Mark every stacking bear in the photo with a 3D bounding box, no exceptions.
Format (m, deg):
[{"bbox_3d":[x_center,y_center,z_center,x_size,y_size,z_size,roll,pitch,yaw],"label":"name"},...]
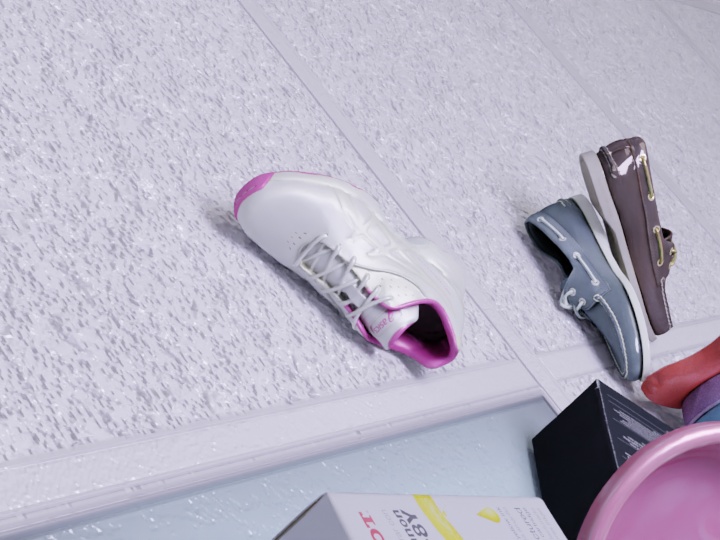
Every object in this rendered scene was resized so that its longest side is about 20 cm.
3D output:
[{"bbox_3d":[0.340,0.160,1.275,0.114,0.121,0.201,22,40,-56],"label":"stacking bear"}]

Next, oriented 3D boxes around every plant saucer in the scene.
[{"bbox_3d":[0.214,0.193,0.974,0.200,0.201,0.051,33,-7,-21],"label":"plant saucer"}]

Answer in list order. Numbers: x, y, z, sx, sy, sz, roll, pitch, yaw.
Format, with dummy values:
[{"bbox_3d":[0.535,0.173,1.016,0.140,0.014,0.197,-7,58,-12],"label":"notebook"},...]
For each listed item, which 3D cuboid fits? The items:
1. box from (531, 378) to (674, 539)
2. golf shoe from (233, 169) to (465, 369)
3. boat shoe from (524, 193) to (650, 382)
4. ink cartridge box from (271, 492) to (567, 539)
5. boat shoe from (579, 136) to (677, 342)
[{"bbox_3d":[0.225,0.190,1.088,0.199,0.079,0.141,33,25,-21],"label":"box"},{"bbox_3d":[0.000,0.000,1.061,0.199,0.075,0.092,28,33,-28],"label":"golf shoe"},{"bbox_3d":[0.202,0.020,1.362,0.061,0.073,0.201,-13,55,-8],"label":"boat shoe"},{"bbox_3d":[0.051,0.199,0.811,0.199,0.083,0.146,11,40,-49],"label":"ink cartridge box"},{"bbox_3d":[0.257,-0.027,1.395,0.072,0.059,0.201,-107,175,-67],"label":"boat shoe"}]
